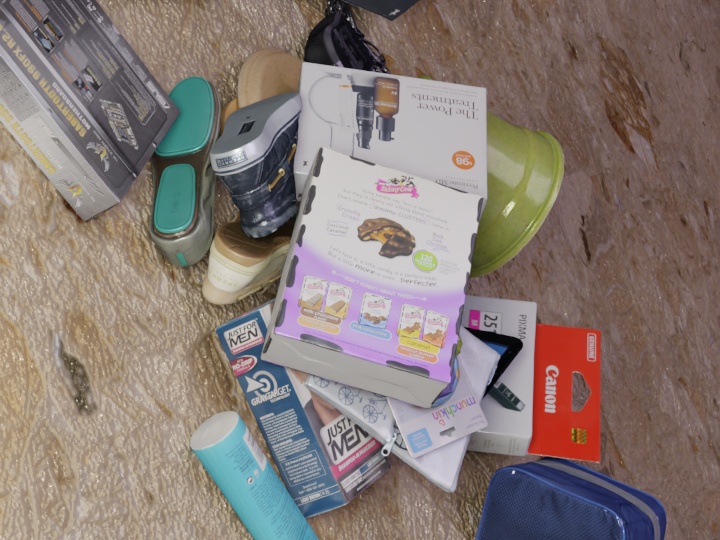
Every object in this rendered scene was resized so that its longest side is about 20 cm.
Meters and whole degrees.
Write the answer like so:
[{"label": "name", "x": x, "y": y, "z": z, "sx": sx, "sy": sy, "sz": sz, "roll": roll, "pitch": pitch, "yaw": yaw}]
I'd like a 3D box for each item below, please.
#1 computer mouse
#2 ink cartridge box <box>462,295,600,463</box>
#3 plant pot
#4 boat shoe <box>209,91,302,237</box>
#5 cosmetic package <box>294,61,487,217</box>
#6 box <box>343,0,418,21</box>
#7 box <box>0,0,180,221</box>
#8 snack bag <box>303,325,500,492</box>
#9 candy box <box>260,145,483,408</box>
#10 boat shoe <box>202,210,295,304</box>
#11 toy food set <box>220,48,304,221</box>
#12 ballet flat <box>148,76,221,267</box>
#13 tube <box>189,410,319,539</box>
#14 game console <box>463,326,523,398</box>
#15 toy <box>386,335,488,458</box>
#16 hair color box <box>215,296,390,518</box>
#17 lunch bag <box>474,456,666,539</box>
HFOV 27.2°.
[{"label": "computer mouse", "x": -0.024, "y": -0.241, "z": 1.728, "sx": 0.139, "sy": 0.052, "sz": 0.200, "roll": 57, "pitch": 18, "yaw": -12}, {"label": "ink cartridge box", "x": 0.195, "y": 0.124, "z": 1.725, "sx": 0.044, "sy": 0.172, "sz": 0.201, "roll": 91, "pitch": 6, "yaw": -49}, {"label": "plant pot", "x": 0.103, "y": -0.123, "z": 1.739, "sx": 0.184, "sy": 0.200, "sz": 0.202, "roll": 33, "pitch": 43, "yaw": -26}, {"label": "boat shoe", "x": -0.091, "y": -0.104, "z": 1.432, "sx": 0.201, "sy": 0.070, "sz": 0.092, "roll": -64, "pitch": 139, "yaw": -63}, {"label": "cosmetic package", "x": 0.029, "y": -0.131, "z": 1.526, "sx": 0.198, "sy": 0.052, "sz": 0.152, "roll": 7, "pitch": 56, "yaw": -6}, {"label": "box", "x": -0.009, "y": -0.428, "z": 1.777, "sx": 0.196, "sy": 0.117, "sz": 0.201, "roll": 7, "pitch": 56, "yaw": -56}, {"label": "box", "x": -0.258, "y": -0.168, "z": 1.312, "sx": 0.200, "sy": 0.048, "sz": 0.159, "roll": 53, "pitch": 34, "yaw": -23}, {"label": "snack bag", "x": 0.048, "y": 0.098, "z": 1.464, "sx": 0.200, "sy": 0.021, "sz": 0.189, "roll": 40, "pitch": 48, "yaw": -18}, {"label": "candy box", "x": 0.013, "y": 0.005, "z": 1.385, "sx": 0.166, "sy": 0.072, "sz": 0.202, "roll": 17, "pitch": 62, "yaw": -7}, {"label": "boat shoe", "x": -0.103, "y": -0.014, "z": 1.443, "sx": 0.072, "sy": 0.065, "sz": 0.200, "roll": 29, "pitch": 18, "yaw": 6}, {"label": "toy food set", "x": -0.071, "y": -0.139, "z": 1.587, "sx": 0.198, "sy": 0.048, "sz": 0.201, "roll": 44, "pitch": 37, "yaw": -34}, {"label": "ballet flat", "x": -0.165, "y": -0.092, "z": 1.412, "sx": 0.064, "sy": 0.067, "sz": 0.201, "roll": 72, "pitch": 17, "yaw": -53}, {"label": "tube", "x": -0.082, "y": 0.218, "z": 1.344, "sx": 0.201, "sy": 0.050, "sz": 0.078, "roll": 59, "pitch": 35, "yaw": -22}, {"label": "game console", "x": 0.064, "y": 0.059, "z": 1.601, "sx": 0.172, "sy": 0.118, "sz": 0.200, "roll": 62, "pitch": 30, "yaw": -8}, {"label": "toy", "x": 0.060, "y": 0.067, "z": 1.442, "sx": 0.115, "sy": 0.047, "sz": 0.201, "roll": -16, "pitch": 78, "yaw": -43}, {"label": "hair color box", "x": -0.053, "y": 0.124, "z": 1.432, "sx": 0.100, "sy": 0.060, "sz": 0.201, "roll": -28, "pitch": 94, "yaw": -59}, {"label": "lunch bag", "x": 0.227, "y": 0.290, "z": 1.643, "sx": 0.132, "sy": 0.199, "sz": 0.137, "roll": 1, "pitch": 108, "yaw": -55}]
